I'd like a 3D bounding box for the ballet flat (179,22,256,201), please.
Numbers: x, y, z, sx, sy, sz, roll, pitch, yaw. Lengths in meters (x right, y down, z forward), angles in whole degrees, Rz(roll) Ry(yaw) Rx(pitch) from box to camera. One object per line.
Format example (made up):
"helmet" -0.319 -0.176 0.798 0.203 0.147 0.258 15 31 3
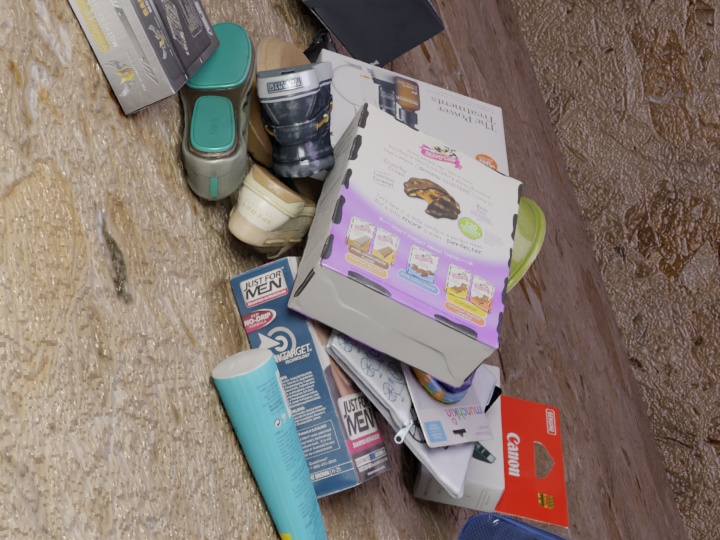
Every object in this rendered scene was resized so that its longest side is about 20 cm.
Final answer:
"ballet flat" -0.127 -0.137 1.300 0.201 0.067 0.064 -90 -178 -47

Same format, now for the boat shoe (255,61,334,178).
"boat shoe" -0.058 -0.135 1.335 0.200 0.070 0.092 -74 156 -78

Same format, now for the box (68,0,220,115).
"box" -0.192 -0.244 1.205 0.159 0.048 0.201 -69 137 -65

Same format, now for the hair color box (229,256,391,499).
"hair color box" -0.041 0.091 1.293 0.100 0.060 0.202 -3 73 -73

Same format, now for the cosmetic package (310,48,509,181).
"cosmetic package" 0.045 -0.127 1.452 0.198 0.052 0.152 16 42 -14

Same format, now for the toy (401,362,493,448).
"toy" 0.072 0.053 1.334 0.115 0.047 0.201 2 63 -55

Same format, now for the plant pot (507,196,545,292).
"plant pot" 0.075 -0.069 1.668 0.184 0.199 0.201 48 25 -27

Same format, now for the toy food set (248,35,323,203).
"toy food set" -0.064 -0.137 1.496 0.201 0.048 0.199 -86 152 -54

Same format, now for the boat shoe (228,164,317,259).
"boat shoe" -0.079 -0.048 1.324 0.072 0.065 0.200 34 2 4

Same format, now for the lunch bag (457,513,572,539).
"lunch bag" 0.177 0.332 1.510 0.132 0.199 0.137 31 80 -62

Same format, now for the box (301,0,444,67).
"box" -0.013 -0.373 1.750 0.197 0.117 0.201 39 27 -62

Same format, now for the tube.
"tube" -0.061 0.162 1.184 0.078 0.050 0.202 -56 130 -65

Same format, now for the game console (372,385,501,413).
"game console" 0.047 0.077 1.491 0.200 0.117 0.172 -26 96 -74

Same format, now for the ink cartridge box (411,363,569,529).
"ink cartridge box" 0.144 0.181 1.618 0.201 0.172 0.044 -85 -171 -54

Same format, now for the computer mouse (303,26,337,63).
"computer mouse" -0.036 -0.202 1.660 0.200 0.052 0.139 -89 156 -83

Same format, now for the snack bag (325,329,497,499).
"snack bag" 0.054 0.086 1.347 0.200 0.021 0.189 52 31 -17

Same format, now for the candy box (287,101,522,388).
"candy box" 0.044 -0.025 1.285 0.167 0.072 0.201 26 47 -13
